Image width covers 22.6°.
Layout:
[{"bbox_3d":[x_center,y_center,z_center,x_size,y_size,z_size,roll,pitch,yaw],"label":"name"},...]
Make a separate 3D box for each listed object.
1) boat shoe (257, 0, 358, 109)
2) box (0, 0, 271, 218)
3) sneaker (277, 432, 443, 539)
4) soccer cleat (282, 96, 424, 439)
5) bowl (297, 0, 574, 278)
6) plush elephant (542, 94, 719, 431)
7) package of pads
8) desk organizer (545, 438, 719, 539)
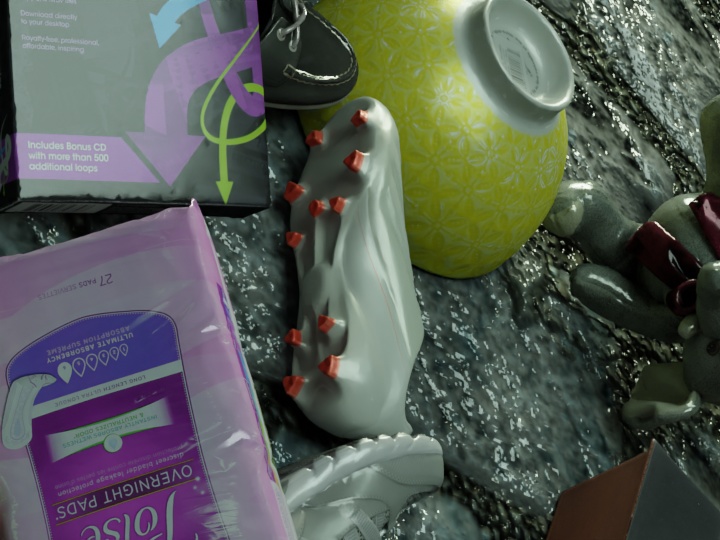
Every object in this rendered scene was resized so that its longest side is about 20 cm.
[{"bbox_3d":[-0.079,-0.143,0.975,0.198,0.057,0.067,20,56,-25],"label":"boat shoe"},{"bbox_3d":[-0.118,-0.129,0.900,0.142,0.036,0.202,-1,81,-34],"label":"box"},{"bbox_3d":[-0.030,0.138,0.864,0.199,0.074,0.083,-23,89,-41],"label":"sneaker"},{"bbox_3d":[0.000,0.000,0.990,0.077,0.069,0.202,29,53,-39],"label":"soccer cleat"},{"bbox_3d":[0.065,-0.107,1.096,0.199,0.107,0.202,27,48,-34],"label":"bowl"},{"bbox_3d":[0.224,0.019,1.143,0.155,0.163,0.201,-107,173,-59],"label":"plush elephant"},{"bbox_3d":[-0.099,0.078,0.763,0.076,0.119,0.202,74,-1,-64],"label":"package of pads"},{"bbox_3d":[0.137,0.196,0.994,0.072,0.077,0.201,46,39,-15],"label":"desk organizer"}]
